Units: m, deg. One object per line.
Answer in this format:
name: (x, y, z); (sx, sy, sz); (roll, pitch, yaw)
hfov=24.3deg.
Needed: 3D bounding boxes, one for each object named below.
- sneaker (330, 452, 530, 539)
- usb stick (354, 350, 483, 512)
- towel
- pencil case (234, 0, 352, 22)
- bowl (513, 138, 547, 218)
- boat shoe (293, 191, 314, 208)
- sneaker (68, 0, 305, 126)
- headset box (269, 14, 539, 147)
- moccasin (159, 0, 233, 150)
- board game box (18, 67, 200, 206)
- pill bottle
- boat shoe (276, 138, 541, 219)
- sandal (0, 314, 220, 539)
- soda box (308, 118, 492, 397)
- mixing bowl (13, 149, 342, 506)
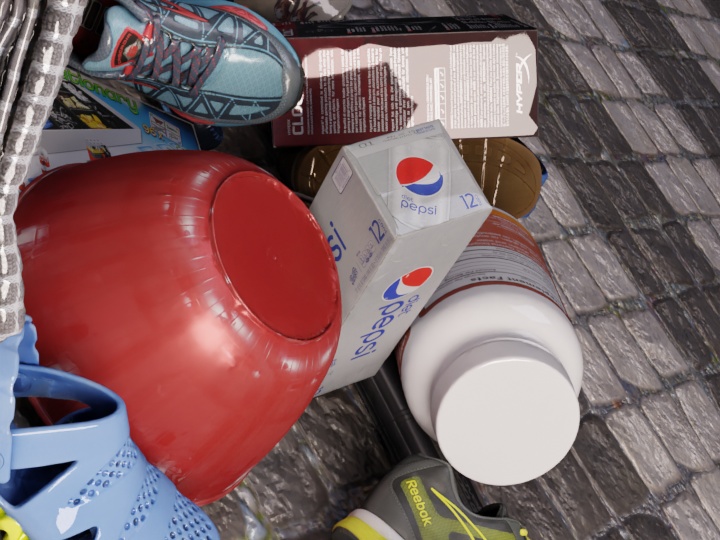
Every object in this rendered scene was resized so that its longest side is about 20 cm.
sneaker: (0.079, 0.184, 0.963); (0.200, 0.085, 0.074); (42, -18, -17)
usb stick: (0.049, 0.134, 1.066); (0.055, 0.033, 0.201); (16, 43, -60)
towel: (-0.175, -0.069, 0.742); (0.085, 0.166, 0.200); (18, 11, -19)
pencil case: (-0.102, -0.242, 1.255); (0.200, 0.089, 0.078); (44, 55, -13)
bowl: (0.065, -0.117, 1.334); (0.200, 0.039, 0.201); (33, 14, -9)
boat shoe: (-0.014, -0.013, 1.120); (0.199, 0.059, 0.072); (11, 45, -53)
sneaker: (-0.132, -0.132, 1.012); (0.199, 0.080, 0.096); (19, 19, 0)
headset box: (0.014, -0.134, 1.157); (0.149, 0.199, 0.078); (-110, -163, -77)
moccasin: (-0.116, -0.179, 1.103); (0.080, 0.068, 0.201); (56, 19, -82)
board game box: (-0.163, -0.061, 0.970); (0.199, 0.035, 0.127); (22, 39, -45)
pill bottle: (0.076, 0.045, 1.040); (0.112, 0.112, 0.200); (40, 16, -21)
boat shoe: (0.035, -0.070, 1.207); (0.199, 0.073, 0.072); (-3, 12, -25)
sandal: (-0.136, 0.087, 0.769); (0.200, 0.087, 0.080); (38, 27, -29)
soda box: (0.000, 0.000, 0.964); (0.068, 0.200, 0.064); (-18, 67, -29)
mixing bowl: (-0.081, 0.014, 0.882); (0.200, 0.108, 0.201); (32, 45, -38)
